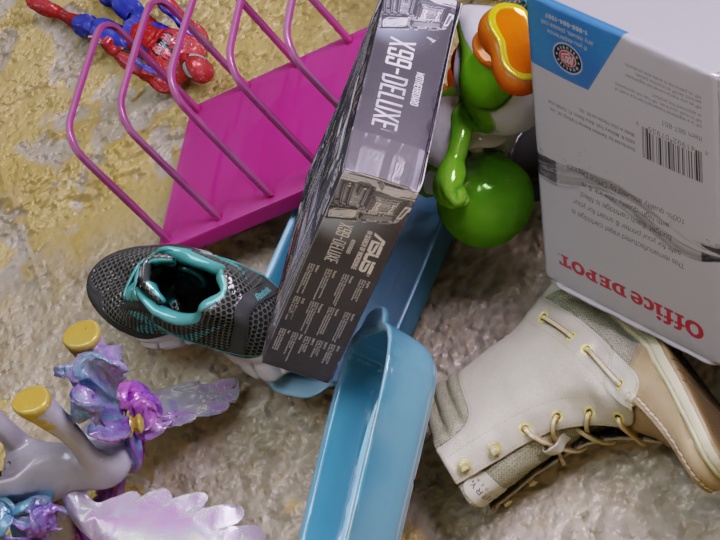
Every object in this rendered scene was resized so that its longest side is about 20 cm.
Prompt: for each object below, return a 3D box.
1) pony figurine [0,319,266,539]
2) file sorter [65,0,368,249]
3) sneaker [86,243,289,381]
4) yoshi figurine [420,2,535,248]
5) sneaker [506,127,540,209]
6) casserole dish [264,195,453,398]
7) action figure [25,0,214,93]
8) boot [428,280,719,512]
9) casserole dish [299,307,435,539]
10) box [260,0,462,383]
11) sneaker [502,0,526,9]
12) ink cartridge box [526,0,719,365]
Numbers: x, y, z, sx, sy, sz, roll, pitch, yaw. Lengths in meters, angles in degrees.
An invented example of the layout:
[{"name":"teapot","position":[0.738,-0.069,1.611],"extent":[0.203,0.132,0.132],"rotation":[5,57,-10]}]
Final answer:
[{"name":"pony figurine","position":[-0.172,0.122,1.723],"extent":[0.192,0.200,0.167],"rotation":[-14,47,6]},{"name":"file sorter","position":[-0.080,-0.125,1.801],"extent":[0.199,0.125,0.139],"rotation":[-22,40,32]},{"name":"sneaker","position":[-0.119,0.010,1.753],"extent":[0.200,0.091,0.078],"rotation":[11,72,44]},{"name":"yoshi figurine","position":[0.091,-0.083,1.643],"extent":[0.200,0.112,0.112],"rotation":[123,164,-57]},{"name":"sneaker","position":[0.150,-0.132,1.702],"extent":[0.200,0.106,0.075],"rotation":[-43,48,5]},{"name":"casserole dish","position":[0.000,0.000,1.764],"extent":[0.121,0.039,0.201],"rotation":[9,67,37]},{"name":"action figure","position":[-0.183,-0.190,1.965],"extent":[0.200,0.099,0.065],"rotation":[33,83,39]},{"name":"boot","position":[0.128,0.096,1.600],"extent":[0.155,0.072,0.200],"rotation":[-39,43,5]},{"name":"casserole dish","position":[0.003,0.123,1.630],"extent":[0.121,0.039,0.201],"rotation":[160,124,-74]},{"name":"box","position":[-0.001,-0.052,1.636],"extent":[0.050,0.200,0.158],"rotation":[18,50,-6]},{"name":"sneaker","position":[0.144,-0.200,1.749],"extent":[0.200,0.091,0.078],"rotation":[-36,48,9]},{"name":"ink cartridge box","position":[0.177,-0.067,1.534],"extent":[0.084,0.201,0.145],"rotation":[-33,43,-31]}]
